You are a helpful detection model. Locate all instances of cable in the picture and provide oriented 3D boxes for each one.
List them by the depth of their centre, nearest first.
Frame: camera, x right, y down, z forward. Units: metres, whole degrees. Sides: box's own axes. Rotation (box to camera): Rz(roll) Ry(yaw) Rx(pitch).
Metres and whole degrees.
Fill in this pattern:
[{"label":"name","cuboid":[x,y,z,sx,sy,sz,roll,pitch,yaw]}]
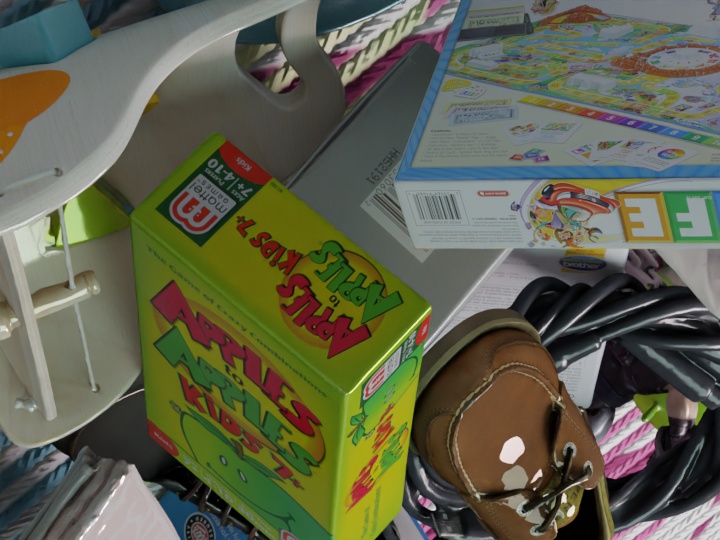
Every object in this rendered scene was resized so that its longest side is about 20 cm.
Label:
[{"label":"cable","cuboid":[0.107,0.066,1.227,0.199,0.051,0.164,-4,127,-23]}]

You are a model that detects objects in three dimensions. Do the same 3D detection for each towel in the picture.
[{"label":"towel","cuboid":[-0.152,0.184,1.168,0.200,0.032,0.191,-54,164,-14]}]

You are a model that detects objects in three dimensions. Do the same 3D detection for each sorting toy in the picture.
[{"label":"sorting toy","cuboid":[-0.081,-0.048,0.970,0.180,0.107,0.200,-28,160,-13]}]

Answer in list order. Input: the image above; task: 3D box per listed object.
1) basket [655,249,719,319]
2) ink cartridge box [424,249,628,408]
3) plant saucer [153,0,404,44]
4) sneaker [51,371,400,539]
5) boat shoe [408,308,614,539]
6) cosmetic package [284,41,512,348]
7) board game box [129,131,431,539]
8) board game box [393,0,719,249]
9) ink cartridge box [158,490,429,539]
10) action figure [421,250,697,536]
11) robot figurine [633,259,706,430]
[{"label":"basket","cuboid":[0.191,-0.104,1.086,0.198,0.200,0.161,-49,150,22]},{"label":"ink cartridge box","cuboid":[0.061,-0.006,1.215,0.119,0.042,0.200,4,147,-1]},{"label":"plant saucer","cuboid":[0.000,-0.165,0.972,0.200,0.027,0.200,-26,150,-16]},{"label":"sneaker","cuboid":[-0.057,0.089,1.219,0.200,0.106,0.075,7,132,-51]},{"label":"boat shoe","cuboid":[0.070,0.075,1.087,0.072,0.068,0.200,-44,157,-1]},{"label":"cosmetic package","cuboid":[0.000,0.000,1.075,0.107,0.090,0.200,-50,-178,-24]},{"label":"board game box","cuboid":[-0.032,0.039,0.986,0.048,0.102,0.200,-45,164,-20]},{"label":"board game box","cuboid":[0.124,-0.065,0.937,0.199,0.135,0.034,1,134,21]},{"label":"ink cartridge box","cuboid":[-0.059,0.213,1.367,0.200,0.147,0.144,-48,149,24]},{"label":"action figure","cuboid":[0.113,0.063,1.338,0.200,0.130,0.069,-39,149,17]},{"label":"robot figurine","cuboid":[0.222,0.020,1.398,0.200,0.116,0.175,-34,-176,-4]}]
